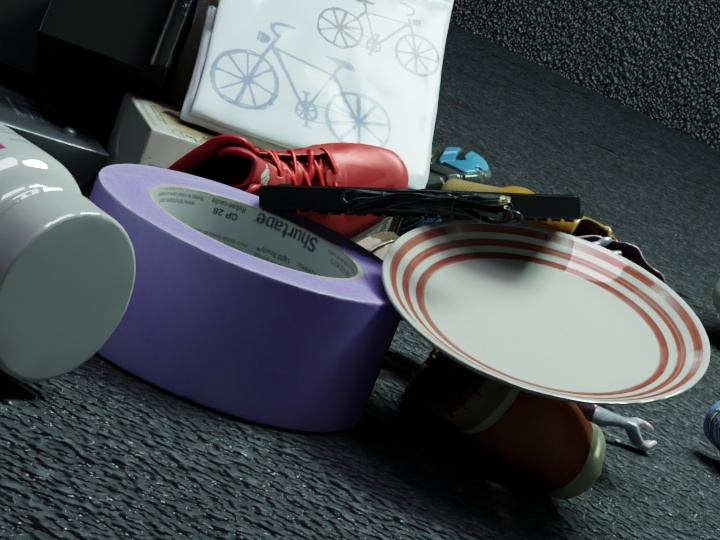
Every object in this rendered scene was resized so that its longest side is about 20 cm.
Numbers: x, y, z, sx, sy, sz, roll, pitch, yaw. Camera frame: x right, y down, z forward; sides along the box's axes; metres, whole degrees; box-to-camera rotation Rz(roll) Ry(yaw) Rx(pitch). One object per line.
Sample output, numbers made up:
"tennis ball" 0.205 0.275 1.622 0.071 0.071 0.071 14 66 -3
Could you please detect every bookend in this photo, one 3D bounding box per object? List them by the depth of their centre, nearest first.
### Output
"bookend" -0.232 -0.186 1.628 0.199 0.093 0.199 20 -20 -3

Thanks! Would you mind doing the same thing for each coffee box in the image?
"coffee box" -0.082 -0.053 1.561 0.199 0.080 0.113 17 13 -21

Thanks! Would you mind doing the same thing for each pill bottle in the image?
"pill bottle" -0.217 -0.028 1.138 0.199 0.114 0.113 31 15 35

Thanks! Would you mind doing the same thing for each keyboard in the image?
"keyboard" 0.037 -0.040 1.314 0.198 0.021 0.127 1 3 5

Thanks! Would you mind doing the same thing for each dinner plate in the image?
"dinner plate" 0.107 0.028 1.259 0.198 0.024 0.201 10 29 -6

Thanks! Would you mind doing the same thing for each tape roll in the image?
"tape roll" -0.076 0.014 1.279 0.199 0.086 0.200 20 12 -5

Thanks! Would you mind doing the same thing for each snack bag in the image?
"snack bag" -0.027 -0.163 1.584 0.187 0.201 0.021 18 -31 -14

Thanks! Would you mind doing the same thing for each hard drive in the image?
"hard drive" -0.290 -0.114 1.551 0.199 0.043 0.135 17 13 -26

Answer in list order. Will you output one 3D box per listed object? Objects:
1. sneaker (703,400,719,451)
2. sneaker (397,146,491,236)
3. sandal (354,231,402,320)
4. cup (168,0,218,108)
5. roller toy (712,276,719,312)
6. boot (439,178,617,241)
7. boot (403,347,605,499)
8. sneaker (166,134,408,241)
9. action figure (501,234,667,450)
"sneaker" 0.329 0.120 1.563 0.199 0.078 0.085 13 11 -39
"sneaker" 0.010 -0.050 1.757 0.198 0.082 0.073 -1 28 -14
"sandal" -0.001 0.000 1.439 0.199 0.058 0.080 8 -3 0
"cup" -0.039 -0.150 1.678 0.142 0.202 0.200 25 13 15
"roller toy" 0.420 0.027 1.961 0.182 0.140 0.200 28 6 -25
"boot" 0.152 0.003 1.631 0.143 0.071 0.201 22 -15 38
"boot" 0.091 0.085 1.336 0.107 0.075 0.200 38 4 -13
"sneaker" -0.050 -0.052 1.438 0.199 0.079 0.115 -15 -6 -17
"action figure" 0.139 0.056 1.431 0.148 0.135 0.200 -7 -12 -21
